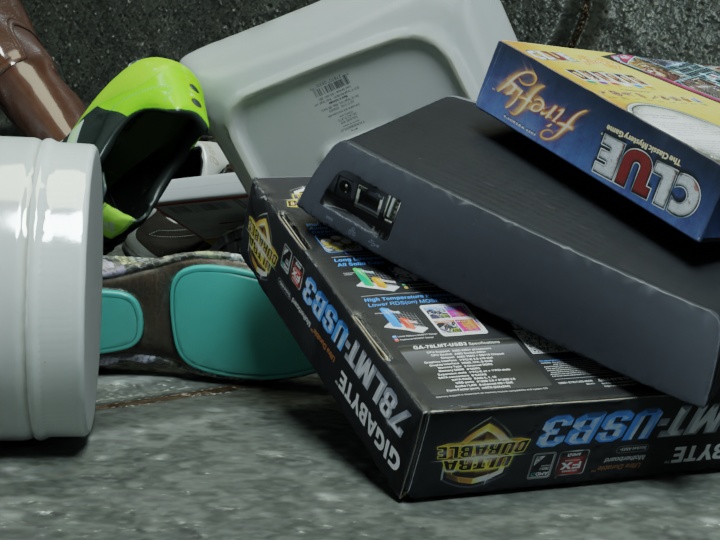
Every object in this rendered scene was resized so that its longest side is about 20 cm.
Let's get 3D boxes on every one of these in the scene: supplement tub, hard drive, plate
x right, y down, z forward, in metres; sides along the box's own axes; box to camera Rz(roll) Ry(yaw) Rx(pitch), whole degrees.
[{"bbox_3d":[-0.212,0.006,0.607,0.199,0.132,0.132,2,7,-8],"label":"supplement tub"},{"bbox_3d":[0.087,-0.019,0.639,0.200,0.042,0.135,27,31,24],"label":"hard drive"},{"bbox_3d":[0.013,-0.057,0.807,0.199,0.200,0.032,-16,22,29],"label":"plate"}]

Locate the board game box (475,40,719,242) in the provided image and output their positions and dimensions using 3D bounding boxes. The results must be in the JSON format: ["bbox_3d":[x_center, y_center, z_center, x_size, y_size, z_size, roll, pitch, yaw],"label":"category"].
[{"bbox_3d":[0.169,-0.061,0.680,0.200,0.035,0.135,-3,31,-44],"label":"board game box"}]

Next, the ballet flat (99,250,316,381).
[{"bbox_3d":[-0.102,0.017,0.768,0.200,0.072,0.072,2,7,2],"label":"ballet flat"}]

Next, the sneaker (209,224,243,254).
[{"bbox_3d":[0.000,0.000,0.964,0.200,0.074,0.079,5,3,21],"label":"sneaker"}]

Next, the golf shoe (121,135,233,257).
[{"bbox_3d":[-0.092,-0.069,1.083,0.200,0.095,0.078,-39,62,-25],"label":"golf shoe"}]

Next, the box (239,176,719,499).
[{"bbox_3d":[0.069,0.018,0.659,0.200,0.050,0.199,-2,30,-26],"label":"box"}]

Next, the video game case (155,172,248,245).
[{"bbox_3d":[-0.041,-0.029,1.016,0.143,0.017,0.200,-5,-18,20],"label":"video game case"}]

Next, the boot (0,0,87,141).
[{"bbox_3d":[-0.207,-0.119,0.863,0.064,0.200,0.186,-35,-21,2],"label":"boot"}]

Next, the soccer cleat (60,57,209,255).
[{"bbox_3d":[-0.157,-0.032,0.802,0.067,0.200,0.081,32,15,-32],"label":"soccer cleat"}]
